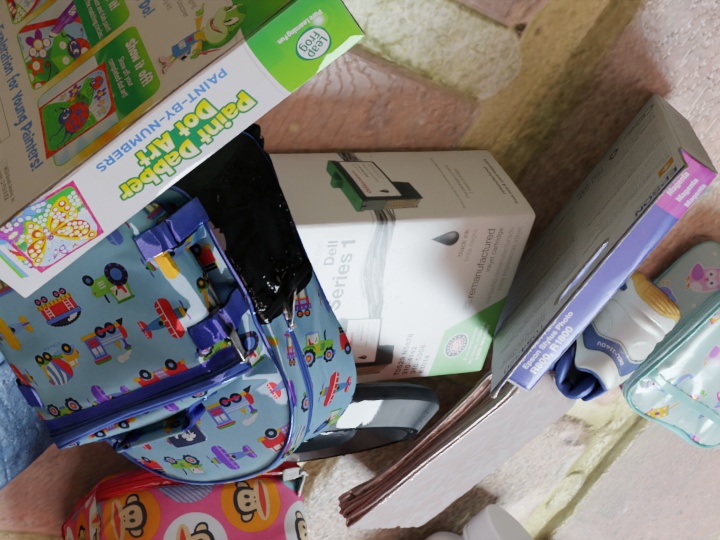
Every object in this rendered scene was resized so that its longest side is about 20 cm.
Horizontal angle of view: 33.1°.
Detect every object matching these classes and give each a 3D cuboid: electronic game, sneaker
[{"bbox_3d":[-0.041,0.110,0.877,0.197,0.042,0.200,-8,165,-2],"label":"electronic game"},{"bbox_3d":[0.169,0.055,0.921,0.088,0.075,0.200,-50,174,-10],"label":"sneaker"}]

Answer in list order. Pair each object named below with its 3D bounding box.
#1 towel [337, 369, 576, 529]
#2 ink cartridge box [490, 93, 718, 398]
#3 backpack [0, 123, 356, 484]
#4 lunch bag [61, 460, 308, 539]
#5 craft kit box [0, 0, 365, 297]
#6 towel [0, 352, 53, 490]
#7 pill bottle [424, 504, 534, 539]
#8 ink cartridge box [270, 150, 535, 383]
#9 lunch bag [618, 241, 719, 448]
[{"bbox_3d":[0.085,0.143,0.991,0.190,0.032,0.200,-40,160,8],"label":"towel"},{"bbox_3d":[0.164,-0.014,0.840,0.043,0.200,0.197,35,112,-7],"label":"ink cartridge box"},{"bbox_3d":[-0.105,0.043,0.703,0.180,0.135,0.202,-15,112,27],"label":"backpack"},{"bbox_3d":[-0.119,0.195,0.889,0.174,0.083,0.200,-1,159,-26],"label":"lunch bag"},{"bbox_3d":[-0.117,-0.116,0.591,0.197,0.201,0.049,-38,135,9],"label":"craft kit box"},{"bbox_3d":[-0.245,0.058,0.749,0.112,0.048,0.202,-45,147,-35],"label":"towel"},{"bbox_3d":[0.076,0.314,1.119,0.200,0.120,0.119,-45,134,13],"label":"pill bottle"},{"bbox_3d":[0.000,0.000,0.833,0.197,0.085,0.148,-5,129,-25],"label":"ink cartridge box"},{"bbox_3d":[0.309,0.076,1.065,0.161,0.077,0.199,-47,133,15],"label":"lunch bag"}]
